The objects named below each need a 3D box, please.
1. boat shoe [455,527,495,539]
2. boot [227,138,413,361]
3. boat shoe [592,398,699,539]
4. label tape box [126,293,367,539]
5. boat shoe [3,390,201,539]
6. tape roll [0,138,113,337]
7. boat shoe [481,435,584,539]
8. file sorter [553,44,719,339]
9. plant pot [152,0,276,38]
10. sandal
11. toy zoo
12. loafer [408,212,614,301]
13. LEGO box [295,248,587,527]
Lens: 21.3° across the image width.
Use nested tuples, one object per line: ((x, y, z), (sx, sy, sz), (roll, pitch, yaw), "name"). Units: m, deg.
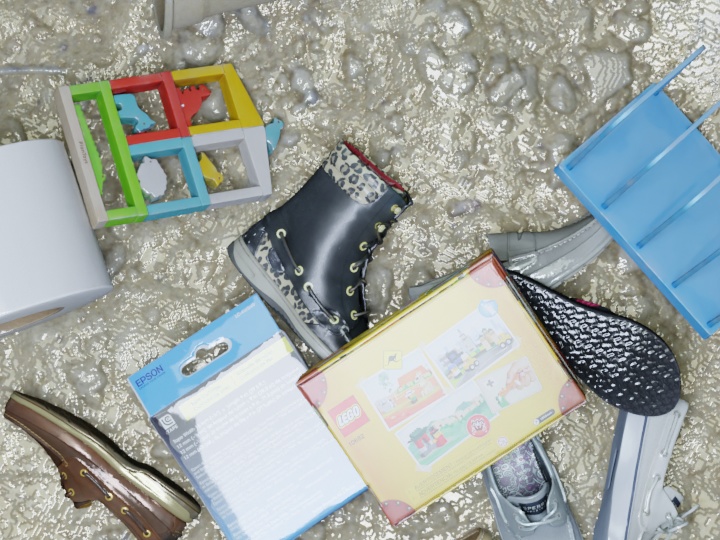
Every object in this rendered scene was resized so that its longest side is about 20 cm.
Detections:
((0.029, 0.279, 1.693), (0.200, 0.074, 0.066), (-32, 92, 0), "boat shoe")
((-0.001, -0.001, 1.697), (0.204, 0.073, 0.154), (45, 100, 7), "boot")
((0.259, 0.207, 1.696), (0.086, 0.075, 0.202), (12, 78, 0), "boat shoe")
((-0.094, 0.142, 1.709), (0.143, 0.066, 0.200), (-34, 85, -1), "label tape box")
((-0.240, 0.181, 1.707), (0.200, 0.072, 0.068), (35, 87, 0), "boat shoe")
((-0.330, -0.015, 1.654), (0.202, 0.203, 0.139), (-20, 86, 1), "tape roll")
((0.145, 0.201, 1.694), (0.070, 0.072, 0.201), (-23, 87, 1), "boat shoe")
((0.299, -0.073, 1.655), (0.139, 0.123, 0.200), (-40, 86, -27), "file sorter")
((-0.093, -0.310, 1.679), (0.183, 0.200, 0.201), (-5, 87, -10), "plant pot")
((0.194, 0.057, 1.676), (0.200, 0.045, 0.075), (30, 103, 3), "sandal")
((-0.161, -0.114, 1.702), (0.200, 0.020, 0.131), (-12, 76, -28), "toy zoo")
((0.137, -0.006, 1.705), (0.200, 0.070, 0.070), (-31, 95, 1), "loafer")
((0.069, 0.099, 1.626), (0.200, 0.077, 0.149), (-33, 92, 5), "LEGO box")
